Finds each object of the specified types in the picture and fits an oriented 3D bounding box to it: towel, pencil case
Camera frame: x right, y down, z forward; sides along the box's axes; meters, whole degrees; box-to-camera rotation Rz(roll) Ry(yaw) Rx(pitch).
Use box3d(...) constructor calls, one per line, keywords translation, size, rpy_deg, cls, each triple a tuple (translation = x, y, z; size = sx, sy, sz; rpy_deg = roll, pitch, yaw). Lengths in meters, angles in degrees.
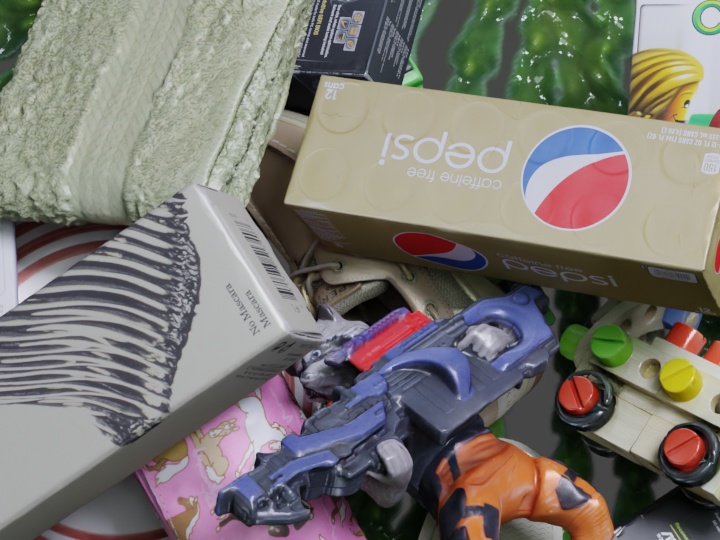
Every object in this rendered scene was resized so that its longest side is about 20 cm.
box3d(translation=(-0.098, -0.105, 1.021), size=(0.148, 0.037, 0.200), rpy_deg=(6, 61, 24), cls="towel")
box3d(translation=(-0.069, 0.080, 0.992), size=(0.086, 0.083, 0.200), rpy_deg=(-35, 77, 20), cls="pencil case")

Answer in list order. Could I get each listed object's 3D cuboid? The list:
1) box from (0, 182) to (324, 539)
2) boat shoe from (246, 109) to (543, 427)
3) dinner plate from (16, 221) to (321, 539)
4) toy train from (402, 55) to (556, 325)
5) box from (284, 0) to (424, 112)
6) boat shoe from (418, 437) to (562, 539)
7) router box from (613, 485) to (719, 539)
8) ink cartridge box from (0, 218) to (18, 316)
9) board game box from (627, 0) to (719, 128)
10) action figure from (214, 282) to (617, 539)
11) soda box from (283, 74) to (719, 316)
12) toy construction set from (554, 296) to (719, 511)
box3d(translation=(-0.121, 0.051, 0.922), size=(0.200, 0.068, 0.082), rpy_deg=(-36, 79, 8), cls="box")
box3d(translation=(0.000, 0.000, 1.047), size=(0.200, 0.072, 0.065), rpy_deg=(44, 47, 9), cls="boat shoe")
box3d(translation=(-0.119, 0.057, 1.048), size=(0.200, 0.024, 0.201), rpy_deg=(2, 71, -6), cls="dinner plate")
box3d(translation=(0.040, -0.048, 1.087), size=(0.042, 0.056, 0.200), rpy_deg=(-27, 76, -15), cls="toy train")
box3d(translation=(-0.038, -0.181, 1.094), size=(0.160, 0.044, 0.200), rpy_deg=(5, 68, 23), cls="box")
box3d(translation=(0.047, 0.171, 1.008), size=(0.072, 0.068, 0.200), rpy_deg=(19, 57, -8), cls="boat shoe")
box3d(translation=(0.225, 0.176, 1.030), size=(0.150, 0.062, 0.200), rpy_deg=(-29, 77, -15), cls="router box")
box3d(translation=(-0.218, 0.058, 1.003), size=(0.119, 0.042, 0.201), rpy_deg=(-3, 70, -9), cls="ink cartridge box")
box3d(translation=(0.224, -0.066, 0.990), size=(0.199, 0.035, 0.127), rpy_deg=(1, 70, 14), cls="board game box")
box3d(translation=(0.023, 0.101, 0.949), size=(0.200, 0.105, 0.194), rpy_deg=(-24, 65, -32), cls="action figure")
box3d(translation=(0.071, -0.035, 0.967), size=(0.200, 0.064, 0.068), rpy_deg=(10, 74, 21), cls="soda box")
box3d(translation=(0.169, 0.042, 1.007), size=(0.092, 0.200, 0.131), rpy_deg=(40, 79, -37), cls="toy construction set")
